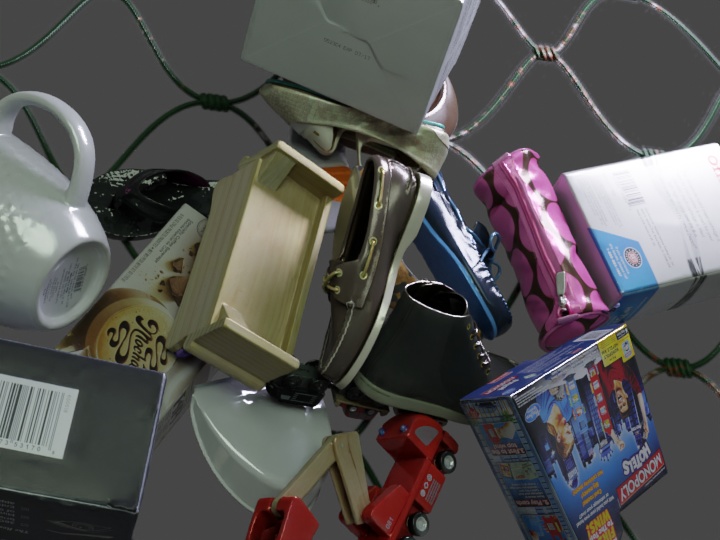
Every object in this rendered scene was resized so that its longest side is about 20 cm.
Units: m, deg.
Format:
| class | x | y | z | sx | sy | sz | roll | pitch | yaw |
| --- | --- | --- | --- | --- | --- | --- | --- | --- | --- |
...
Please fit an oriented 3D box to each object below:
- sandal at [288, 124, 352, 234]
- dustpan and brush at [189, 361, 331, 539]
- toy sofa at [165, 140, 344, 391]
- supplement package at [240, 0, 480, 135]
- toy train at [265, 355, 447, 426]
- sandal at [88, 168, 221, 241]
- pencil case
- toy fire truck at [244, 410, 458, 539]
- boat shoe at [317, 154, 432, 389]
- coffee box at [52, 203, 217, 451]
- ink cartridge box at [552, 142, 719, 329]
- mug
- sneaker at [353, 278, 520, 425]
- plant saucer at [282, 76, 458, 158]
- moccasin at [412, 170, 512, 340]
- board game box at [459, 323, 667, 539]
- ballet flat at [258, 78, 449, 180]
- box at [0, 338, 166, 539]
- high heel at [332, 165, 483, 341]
| class | x | y | z | sx | sy | sz | roll | pitch | yaw |
| --- | --- | --- | --- | --- | --- | --- | --- | --- | --- |
| sandal | -0.047 | -0.087 | 1.275 | 0.078 | 0.060 | 0.208 | 17 | 35 | -14 |
| dustpan and brush | -0.064 | 0.188 | 1.105 | 0.138 | 0.057 | 0.201 | -9 | 60 | -43 |
| toy sofa | -0.090 | -0.002 | 1.108 | 0.082 | 0.097 | 0.202 | 32 | 54 | -28 |
| supplement package | 0.014 | -0.269 | 1.258 | 0.189 | 0.148 | 0.201 | 24 | 33 | 3 |
| toy train | 0.002 | 0.115 | 1.147 | 0.198 | 0.046 | 0.034 | 14 | 37 | -30 |
| sandal | -0.176 | -0.071 | 1.229 | 0.198 | 0.048 | 0.076 | 0 | 60 | -17 |
| pencil case | 0.179 | -0.025 | 1.267 | 0.090 | 0.093 | 0.202 | -30 | 67 | 18 |
| toy fire truck | -0.002 | 0.187 | 1.086 | 0.141 | 0.048 | 0.201 | 47 | 53 | -25 |
| boat shoe | 0.000 | 0.000 | 1.099 | 0.059 | 0.072 | 0.202 | 24 | 83 | -18 |
| coffee box | -0.174 | 0.053 | 1.136 | 0.112 | 0.080 | 0.201 | 34 | 58 | 6 |
| ink cartridge box | 0.308 | -0.038 | 1.325 | 0.198 | 0.086 | 0.148 | -11 | 64 | -23 |
| mug | -0.295 | -0.054 | 1.082 | 0.174 | 0.202 | 0.147 | 32 | 15 | 21 |
| sneaker | 0.097 | 0.075 | 1.138 | 0.198 | 0.107 | 0.075 | 9 | 33 | -37 |
| plant saucer | 0.015 | -0.202 | 1.352 | 0.197 | 0.032 | 0.202 | 11 | 48 | -12 |
| moccasin | 0.101 | -0.028 | 1.262 | 0.068 | 0.081 | 0.201 | -23 | 69 | -19 |
| board game box | 0.195 | 0.176 | 1.150 | 0.199 | 0.061 | 0.203 | -22 | 98 | -45 |
| ballet flat | -0.009 | -0.135 | 1.252 | 0.197 | 0.067 | 0.063 | 14 | 86 | -4 |
| box | -0.264 | 0.149 | 0.982 | 0.194 | 0.201 | 0.119 | 13 | 58 | -8 |
| high heel | 0.048 | -0.002 | 1.200 | 0.141 | 0.071 | 0.203 | -8 | 97 | -28 |
